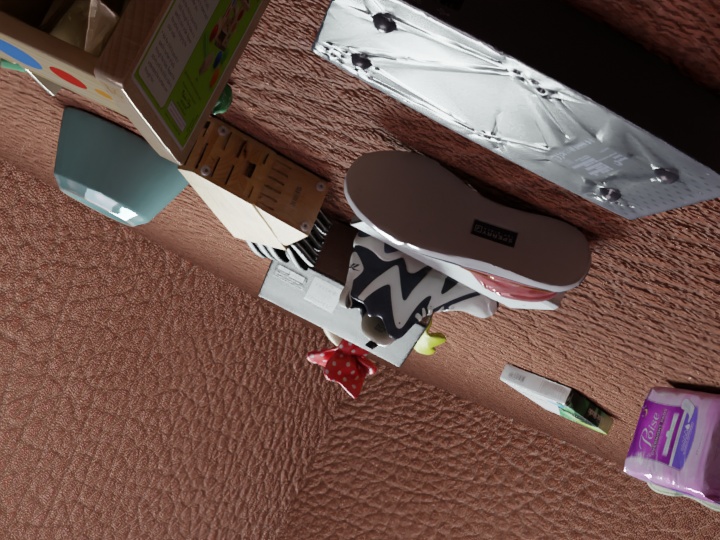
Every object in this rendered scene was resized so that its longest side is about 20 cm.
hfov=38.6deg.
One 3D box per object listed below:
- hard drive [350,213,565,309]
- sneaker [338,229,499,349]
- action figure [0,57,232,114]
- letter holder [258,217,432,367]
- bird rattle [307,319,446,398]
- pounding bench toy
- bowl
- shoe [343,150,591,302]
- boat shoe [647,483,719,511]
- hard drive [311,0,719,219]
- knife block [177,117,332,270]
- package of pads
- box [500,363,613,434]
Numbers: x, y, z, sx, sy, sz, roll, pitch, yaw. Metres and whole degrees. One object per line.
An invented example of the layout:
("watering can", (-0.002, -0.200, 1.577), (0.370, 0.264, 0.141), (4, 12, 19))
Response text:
("hard drive", (0.095, -0.016, 1.048), (0.200, 0.026, 0.132), (27, 173, -12))
("sneaker", (0.059, 0.041, 1.159), (0.199, 0.130, 0.079), (31, 172, -35))
("action figure", (-0.203, -0.171, 0.860), (0.200, 0.055, 0.118), (19, 172, -3))
("letter holder", (0.000, 0.000, 1.277), (0.200, 0.142, 0.101), (27, 141, 0))
("bird rattle", (0.010, 0.068, 1.409), (0.113, 0.200, 0.163), (-94, -21, -56))
("pounding bench toy", (-0.136, -0.156, 0.445), (0.156, 0.124, 0.200), (26, 173, 5))
("bowl", (-0.344, -0.133, 1.431), (0.201, 0.105, 0.201), (26, 172, 4))
("shoe", (0.079, -0.028, 0.820), (0.200, 0.072, 0.091), (21, 167, 1))
("boat shoe", (0.676, 0.423, 2.043), (0.201, 0.061, 0.072), (13, 124, 26))
("hard drive", (0.078, -0.090, 0.500), (0.200, 0.042, 0.135), (27, 173, -6))
("knife block", (-0.117, -0.071, 1.104), (0.200, 0.064, 0.176), (29, 160, -21))
("package of pads", (0.389, 0.200, 1.183), (0.076, 0.121, 0.200), (22, 174, -10))
("box", (0.362, 0.237, 1.891), (0.144, 0.036, 0.200), (20, 172, 42))
